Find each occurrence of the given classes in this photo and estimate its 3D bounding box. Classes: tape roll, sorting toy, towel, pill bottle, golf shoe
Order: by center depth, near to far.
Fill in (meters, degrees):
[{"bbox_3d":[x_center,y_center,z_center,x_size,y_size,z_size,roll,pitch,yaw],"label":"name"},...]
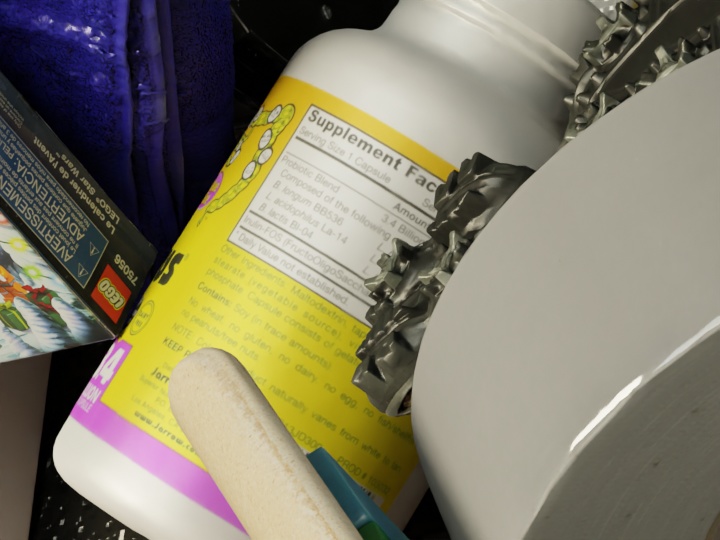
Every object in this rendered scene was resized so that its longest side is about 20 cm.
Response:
[{"bbox_3d":[0.115,0.031,0.636,0.200,0.200,0.066,-37,48,18],"label":"tape roll"},{"bbox_3d":[0.038,0.123,0.655,0.036,0.200,0.185,-35,44,-3],"label":"sorting toy"},{"bbox_3d":[0.086,-0.016,0.713,0.200,0.094,0.078,-45,18,39],"label":"golf shoe"},{"bbox_3d":[0.000,0.000,0.824,0.104,0.104,0.200,27,84,46],"label":"pill bottle"},{"bbox_3d":[-0.110,-0.055,0.831,0.147,0.200,0.050,10,54,7],"label":"towel"}]

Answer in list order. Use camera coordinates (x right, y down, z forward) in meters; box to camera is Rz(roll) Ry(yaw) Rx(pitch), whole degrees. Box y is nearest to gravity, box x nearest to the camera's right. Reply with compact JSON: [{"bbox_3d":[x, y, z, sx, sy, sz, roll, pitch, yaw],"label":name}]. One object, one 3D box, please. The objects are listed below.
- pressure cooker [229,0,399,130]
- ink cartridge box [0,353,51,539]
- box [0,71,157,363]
[{"bbox_3d":[-0.102,-0.125,0.925,0.200,0.179,0.176,-10,74,30],"label":"pressure cooker"},{"bbox_3d":[-0.212,0.080,0.972,0.200,0.084,0.145,-18,54,32],"label":"ink cartridge box"},{"bbox_3d":[-0.179,-0.020,0.840,0.200,0.137,0.040,-13,39,37],"label":"box"}]
